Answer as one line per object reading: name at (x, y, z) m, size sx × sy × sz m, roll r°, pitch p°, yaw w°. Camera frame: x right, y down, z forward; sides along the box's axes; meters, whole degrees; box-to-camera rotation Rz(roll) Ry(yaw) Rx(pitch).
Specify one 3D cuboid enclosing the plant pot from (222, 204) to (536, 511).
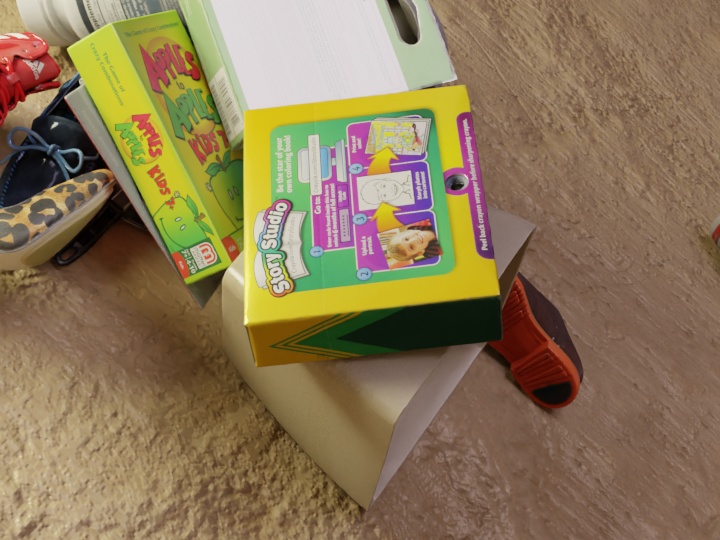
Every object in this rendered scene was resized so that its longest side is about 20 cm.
plant pot at (-0.001, 0.035, 0.934) m, size 0.177 × 0.200 × 0.200 m, roll 33°, pitch 62°, yaw 12°

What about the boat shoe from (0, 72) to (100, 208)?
boat shoe at (-0.253, -0.104, 0.962) m, size 0.084 × 0.069 × 0.200 m, roll 16°, pitch 49°, yaw -11°

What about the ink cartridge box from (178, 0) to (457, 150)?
ink cartridge box at (-0.035, -0.194, 0.970) m, size 0.200 × 0.048 × 0.146 m, roll -18°, pitch 84°, yaw -27°

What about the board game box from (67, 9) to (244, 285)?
board game box at (-0.142, -0.100, 0.924) m, size 0.200 × 0.048 × 0.102 m, roll 64°, pitch 26°, yaw -8°

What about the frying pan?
frying pan at (-0.211, -0.074, 1.016) m, size 0.190 × 0.031 × 0.115 m, roll -19°, pitch 66°, yaw -50°

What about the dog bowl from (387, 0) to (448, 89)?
dog bowl at (-0.006, -0.214, 1.111) m, size 0.200 × 0.200 × 0.059 m, roll 36°, pitch 61°, yaw -7°

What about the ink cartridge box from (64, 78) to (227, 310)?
ink cartridge box at (-0.164, -0.080, 0.969) m, size 0.200 × 0.043 × 0.174 m, roll 60°, pitch 28°, yaw -17°

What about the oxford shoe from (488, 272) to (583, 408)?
oxford shoe at (0.154, 0.042, 1.169) m, size 0.200 × 0.071 × 0.073 m, roll 57°, pitch 32°, yaw -7°

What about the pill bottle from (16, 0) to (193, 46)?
pill bottle at (-0.200, -0.257, 1.049) m, size 0.120 × 0.199 × 0.120 m, roll -2°, pitch 90°, yaw -69°

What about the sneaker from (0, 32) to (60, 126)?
sneaker at (-0.285, -0.146, 0.901) m, size 0.115 × 0.079 × 0.200 m, roll -20°, pitch 36°, yaw -17°

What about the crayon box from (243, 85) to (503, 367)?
crayon box at (0.004, -0.036, 0.841) m, size 0.172 × 0.058 × 0.200 m, roll -7°, pitch 53°, yaw 4°

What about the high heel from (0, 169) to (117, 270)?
high heel at (-0.291, -0.057, 0.861) m, size 0.200 × 0.071 × 0.143 m, roll -39°, pitch 87°, yaw -25°

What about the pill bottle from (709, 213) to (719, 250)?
pill bottle at (0.549, -0.002, 1.499) m, size 0.116 × 0.116 × 0.200 m, roll -6°, pitch 58°, yaw -42°
